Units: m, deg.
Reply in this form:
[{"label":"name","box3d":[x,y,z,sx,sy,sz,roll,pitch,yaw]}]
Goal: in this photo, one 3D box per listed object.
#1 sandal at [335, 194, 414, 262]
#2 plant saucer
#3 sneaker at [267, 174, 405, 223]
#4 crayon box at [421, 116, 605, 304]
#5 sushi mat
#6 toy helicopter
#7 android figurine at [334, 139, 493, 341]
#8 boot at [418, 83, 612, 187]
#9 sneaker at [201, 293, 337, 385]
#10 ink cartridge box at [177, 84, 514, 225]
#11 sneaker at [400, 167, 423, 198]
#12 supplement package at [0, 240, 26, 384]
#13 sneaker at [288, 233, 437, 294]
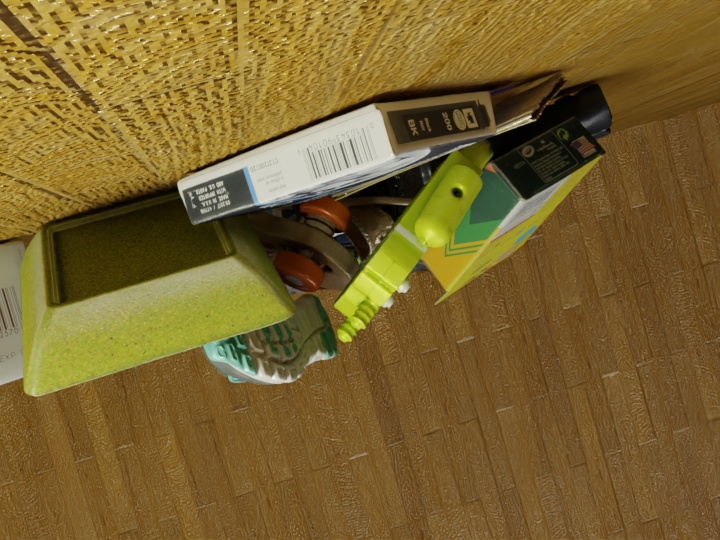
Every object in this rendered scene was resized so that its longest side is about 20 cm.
[{"label":"sandal","box3d":[-0.004,-0.044,0.908,0.210,0.070,0.078,7,-178,-21]},{"label":"plant saucer","box3d":[-0.171,-0.004,0.719,0.198,0.048,0.200,-17,-148,-12]},{"label":"sneaker","box3d":[-0.032,-0.077,1.000,0.199,0.079,0.090,-9,179,-42]},{"label":"crayon box","box3d":[0.138,-0.054,0.908,0.127,0.051,0.200,-30,164,-34]},{"label":"sushi mat","box3d":[0.071,-0.109,0.770,0.199,0.012,0.096,-19,-161,35]},{"label":"toy helicopter","box3d":[-0.089,-0.022,0.877,0.199,0.079,0.132,15,160,24]},{"label":"android figurine","box3d":[0.042,-0.025,0.783,0.200,0.041,0.182,-55,-178,-25]},{"label":"boot","box3d":[0.157,-0.132,0.934,0.198,0.066,0.165,-15,-175,10]},{"label":"sneaker","box3d":[-0.090,0.069,0.777,0.091,0.078,0.200,-25,169,16]},{"label":"ink cartridge box","box3d":[-0.002,-0.089,0.706,0.197,0.044,0.199,-15,-176,38]},{"label":"sneaker","box3d":[0.025,-0.097,1.137,0.199,0.075,0.106,-17,-177,6]},{"label":"supplement package","box3d":[-0.383,0.059,0.814,0.199,0.118,0.117,-14,-176,38]},{"label":"sneaker","box3d":[0.000,0.000,0.980,0.198,0.083,0.071,-12,178,8]}]
